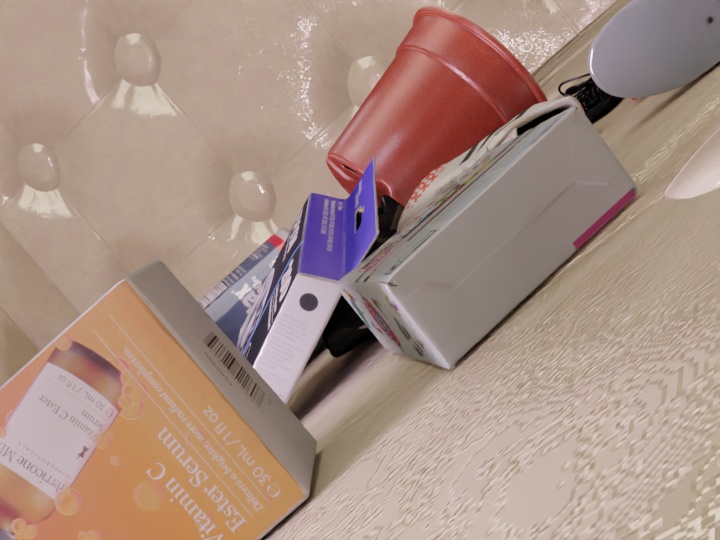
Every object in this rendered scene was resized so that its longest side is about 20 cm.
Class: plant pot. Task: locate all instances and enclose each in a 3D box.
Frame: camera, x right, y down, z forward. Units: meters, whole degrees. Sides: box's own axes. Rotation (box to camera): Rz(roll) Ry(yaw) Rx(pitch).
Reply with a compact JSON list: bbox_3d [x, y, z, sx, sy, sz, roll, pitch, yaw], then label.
[{"bbox_3d":[0.076,-0.148,1.239,0.196,0.200,0.201,-50,5,-8],"label":"plant pot"}]

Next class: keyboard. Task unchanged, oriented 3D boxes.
[{"bbox_3d":[0.207,-0.164,1.114,0.104,0.040,0.200,-44,6,-27],"label":"keyboard"}]

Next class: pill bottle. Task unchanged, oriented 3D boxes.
[{"bbox_3d":[-0.112,0.065,1.123,0.200,0.120,0.120,-42,4,-9],"label":"pill bottle"}]

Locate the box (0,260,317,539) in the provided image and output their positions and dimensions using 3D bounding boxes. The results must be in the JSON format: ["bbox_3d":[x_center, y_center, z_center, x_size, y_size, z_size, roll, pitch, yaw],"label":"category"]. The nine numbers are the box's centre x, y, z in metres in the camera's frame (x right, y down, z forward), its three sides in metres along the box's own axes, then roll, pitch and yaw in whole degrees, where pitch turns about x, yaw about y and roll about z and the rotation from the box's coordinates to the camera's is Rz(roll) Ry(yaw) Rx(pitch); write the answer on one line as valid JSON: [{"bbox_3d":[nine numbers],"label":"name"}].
[{"bbox_3d":[-0.146,0.119,0.632,0.200,0.153,0.106,-41,5,3],"label":"box"}]

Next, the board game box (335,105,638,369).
[{"bbox_3d":[0.068,-0.016,0.695,0.147,0.064,0.200,-41,5,-7],"label":"board game box"}]

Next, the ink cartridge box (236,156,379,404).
[{"bbox_3d":[-0.047,0.013,0.897,0.201,0.043,0.199,-61,11,18],"label":"ink cartridge box"}]

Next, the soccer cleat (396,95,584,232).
[{"bbox_3d":[0.112,-0.082,0.960,0.199,0.069,0.085,-37,-1,-10],"label":"soccer cleat"}]

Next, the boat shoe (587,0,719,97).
[{"bbox_3d":[0.258,-0.195,0.805,0.199,0.071,0.091,-32,6,26],"label":"boat shoe"}]

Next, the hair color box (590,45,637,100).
[{"bbox_3d":[0.290,-0.236,0.941,0.200,0.064,0.111,-46,5,-35],"label":"hair color box"}]

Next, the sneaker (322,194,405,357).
[{"bbox_3d":[0.000,0.000,0.972,0.076,0.088,0.200,-38,5,32],"label":"sneaker"}]
